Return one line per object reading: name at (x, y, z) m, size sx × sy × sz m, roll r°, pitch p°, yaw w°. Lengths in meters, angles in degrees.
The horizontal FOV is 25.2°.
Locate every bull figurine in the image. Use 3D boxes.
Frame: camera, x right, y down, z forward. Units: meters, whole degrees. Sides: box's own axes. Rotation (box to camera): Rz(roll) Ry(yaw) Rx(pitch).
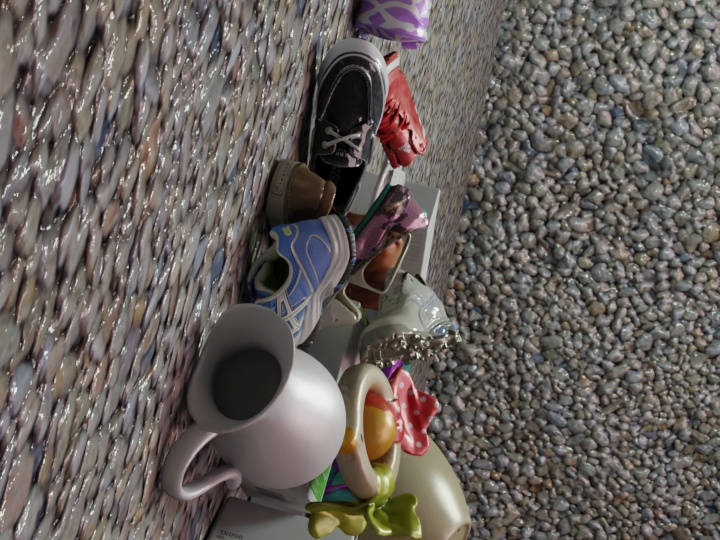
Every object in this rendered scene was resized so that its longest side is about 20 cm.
bull figurine at (0.000, 0.000, 1.763) m, size 0.201 × 0.120 × 0.066 m, roll 93°, pitch 14°, yaw -56°

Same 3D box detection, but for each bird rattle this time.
bird rattle at (0.019, 0.162, 1.564) m, size 0.164 × 0.111 × 0.201 m, roll 68°, pitch 34°, yaw -42°

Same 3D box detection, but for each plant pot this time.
plant pot at (0.047, 0.284, 1.833) m, size 0.200 × 0.134 × 0.201 m, roll -45°, pitch 156°, yaw -27°

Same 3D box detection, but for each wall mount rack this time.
wall mount rack at (0.012, -0.123, 1.843) m, size 0.200 × 0.074 × 0.176 m, roll 8°, pitch 99°, yaw -83°

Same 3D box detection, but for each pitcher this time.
pitcher at (-0.096, 0.137, 1.394) m, size 0.172 × 0.121 × 0.200 m, roll -54°, pitch 157°, yaw -10°

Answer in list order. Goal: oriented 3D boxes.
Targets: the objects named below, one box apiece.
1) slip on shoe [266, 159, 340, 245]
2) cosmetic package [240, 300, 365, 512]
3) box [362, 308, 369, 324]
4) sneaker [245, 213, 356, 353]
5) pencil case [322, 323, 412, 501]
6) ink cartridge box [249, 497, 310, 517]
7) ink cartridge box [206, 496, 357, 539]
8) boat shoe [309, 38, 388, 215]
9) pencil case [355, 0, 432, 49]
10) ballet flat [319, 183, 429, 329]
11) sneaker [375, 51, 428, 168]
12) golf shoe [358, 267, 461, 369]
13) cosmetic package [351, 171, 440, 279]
slip on shoe at (-0.049, -0.043, 1.544) m, size 0.201 × 0.060 × 0.077 m, roll 88°, pitch 17°, yaw -65°
cosmetic package at (-0.060, 0.131, 1.640) m, size 0.108 × 0.084 × 0.202 m, roll 73°, pitch 33°, yaw -70°
box at (0.016, 0.104, 1.941) m, size 0.201 × 0.047 × 0.195 m, roll 71°, pitch 5°, yaw -61°
sneaker at (-0.075, 0.024, 1.483) m, size 0.076 × 0.076 × 0.201 m, roll 61°, pitch -42°, yaw 39°
pencil case at (0.009, 0.159, 1.737) m, size 0.092 × 0.085 × 0.202 m, roll -23°, pitch -133°, yaw 50°
ink cartridge box at (-0.072, 0.206, 1.817) m, size 0.116 × 0.066 × 0.203 m, roll -39°, pitch 142°, yaw -76°
ink cartridge box at (-0.090, 0.345, 1.641) m, size 0.084 × 0.143 × 0.202 m, roll -67°, pitch 169°, yaw -56°
boat shoe at (-0.018, -0.129, 1.571) m, size 0.068 × 0.071 × 0.201 m, roll -87°, pitch -170°, yaw -48°
pencil case at (0.056, -0.333, 1.694) m, size 0.085 × 0.083 × 0.203 m, roll 10°, pitch 96°, yaw -48°
ballet flat at (-0.009, 0.006, 1.569) m, size 0.200 × 0.071 × 0.069 m, roll -47°, pitch -176°, yaw 7°
sneaker at (0.034, -0.163, 1.695) m, size 0.116 × 0.078 × 0.200 m, roll 62°, pitch 18°, yaw -8°
golf shoe at (0.035, 0.046, 1.656) m, size 0.098 × 0.078 × 0.200 m, roll 69°, pitch 16°, yaw 7°
cosmetic package at (0.034, -0.016, 2.054) m, size 0.201 × 0.106 × 0.085 m, roll 99°, pitch 7°, yaw -46°
